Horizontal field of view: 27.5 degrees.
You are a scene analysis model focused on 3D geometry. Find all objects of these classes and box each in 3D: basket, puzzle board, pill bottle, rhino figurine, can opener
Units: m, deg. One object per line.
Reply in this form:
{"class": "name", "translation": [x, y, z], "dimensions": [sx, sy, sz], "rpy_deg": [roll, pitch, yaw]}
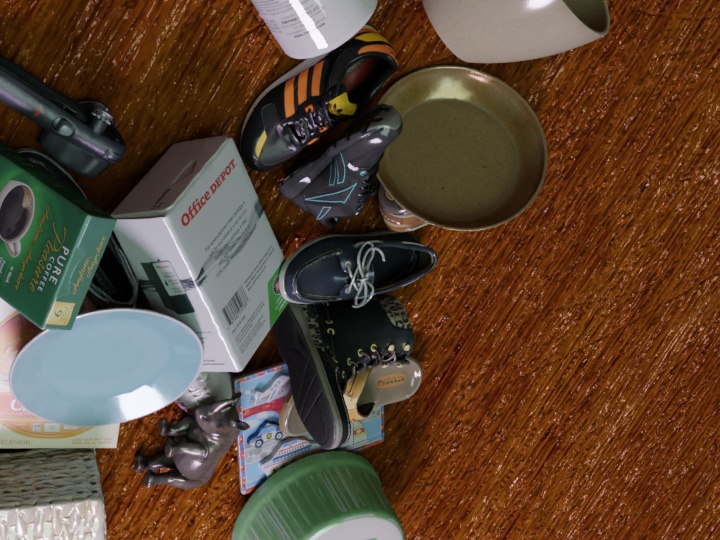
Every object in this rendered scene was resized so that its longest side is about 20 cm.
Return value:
{"class": "basket", "translation": [-0.372, 0.290, 1.585], "dimensions": [0.195, 0.161, 0.203], "rpy_deg": [-4, 113, -19]}
{"class": "puzzle board", "translation": [-0.055, 0.165, 1.711], "dimensions": [0.198, 0.017, 0.153], "rpy_deg": [-17, 119, -28]}
{"class": "pill bottle", "translation": [-0.076, -0.320, 1.449], "dimensions": [0.114, 0.114, 0.201], "rpy_deg": [-36, 121, -3]}
{"class": "rhino figurine", "translation": [-0.179, 0.186, 1.627], "dimensions": [0.086, 0.060, 0.200], "rpy_deg": [4, 146, -29]}
{"class": "can opener", "translation": [-0.317, -0.162, 1.455], "dimensions": [0.199, 0.063, 0.079], "rpy_deg": [36, 98, -31]}

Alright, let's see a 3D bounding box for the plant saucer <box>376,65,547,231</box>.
{"class": "plant saucer", "translation": [0.103, -0.127, 1.595], "dimensions": [0.198, 0.202, 0.036], "rpy_deg": [-15, 159, -15]}

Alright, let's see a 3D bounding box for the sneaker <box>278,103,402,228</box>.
{"class": "sneaker", "translation": [-0.006, -0.108, 1.540], "dimensions": [0.079, 0.199, 0.075], "rpy_deg": [49, 54, -7]}

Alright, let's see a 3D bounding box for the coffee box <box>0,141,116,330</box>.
{"class": "coffee box", "translation": [-0.332, -0.039, 1.426], "dimensions": [0.044, 0.199, 0.124], "rpy_deg": [10, 107, -57]}

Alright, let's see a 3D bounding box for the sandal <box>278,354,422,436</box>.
{"class": "sandal", "translation": [-0.004, 0.143, 1.691], "dimensions": [0.198, 0.054, 0.081], "rpy_deg": [-12, 117, -31]}

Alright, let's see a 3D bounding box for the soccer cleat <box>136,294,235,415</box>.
{"class": "soccer cleat", "translation": [-0.190, 0.113, 1.617], "dimensions": [0.070, 0.086, 0.201], "rpy_deg": [-37, 121, -2]}

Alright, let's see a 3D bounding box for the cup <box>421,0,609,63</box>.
{"class": "cup", "translation": [0.146, -0.296, 1.523], "dimensions": [0.142, 0.202, 0.200], "rpy_deg": [-30, 126, 27]}

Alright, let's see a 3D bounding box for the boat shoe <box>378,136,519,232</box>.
{"class": "boat shoe", "translation": [0.102, -0.106, 1.651], "dimensions": [0.198, 0.076, 0.074], "rpy_deg": [-25, 153, -19]}

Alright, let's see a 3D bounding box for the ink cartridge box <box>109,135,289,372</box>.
{"class": "ink cartridge box", "translation": [-0.160, -0.017, 1.532], "dimensions": [0.147, 0.082, 0.202], "rpy_deg": [-55, 133, -44]}

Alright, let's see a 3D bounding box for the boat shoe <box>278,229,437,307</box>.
{"class": "boat shoe", "translation": [0.000, 0.000, 1.620], "dimensions": [0.198, 0.061, 0.076], "rpy_deg": [-8, 108, -41]}

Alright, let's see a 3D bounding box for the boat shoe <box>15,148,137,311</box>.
{"class": "boat shoe", "translation": [-0.289, -0.041, 1.472], "dimensions": [0.071, 0.068, 0.201], "rpy_deg": [-31, 88, -24]}

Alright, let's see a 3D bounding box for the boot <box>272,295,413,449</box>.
{"class": "boot", "translation": [-0.004, 0.102, 1.629], "dimensions": [0.152, 0.205, 0.074], "rpy_deg": [-1, 137, -26]}

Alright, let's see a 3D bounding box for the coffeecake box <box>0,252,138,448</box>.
{"class": "coffeecake box", "translation": [-0.325, 0.083, 1.558], "dimensions": [0.151, 0.073, 0.203], "rpy_deg": [2, 112, -21]}

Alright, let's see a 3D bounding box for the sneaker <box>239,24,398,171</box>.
{"class": "sneaker", "translation": [-0.044, -0.175, 1.541], "dimensions": [0.200, 0.090, 0.070], "rpy_deg": [-43, 121, 1]}

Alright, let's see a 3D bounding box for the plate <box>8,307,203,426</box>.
{"class": "plate", "translation": [-0.259, 0.093, 1.498], "dimensions": [0.197, 0.026, 0.201], "rpy_deg": [-12, 144, -9]}

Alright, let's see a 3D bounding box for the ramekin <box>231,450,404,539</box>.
{"class": "ramekin", "translation": [-0.044, 0.321, 1.735], "dimensions": [0.198, 0.098, 0.202], "rpy_deg": [-18, 133, -21]}
